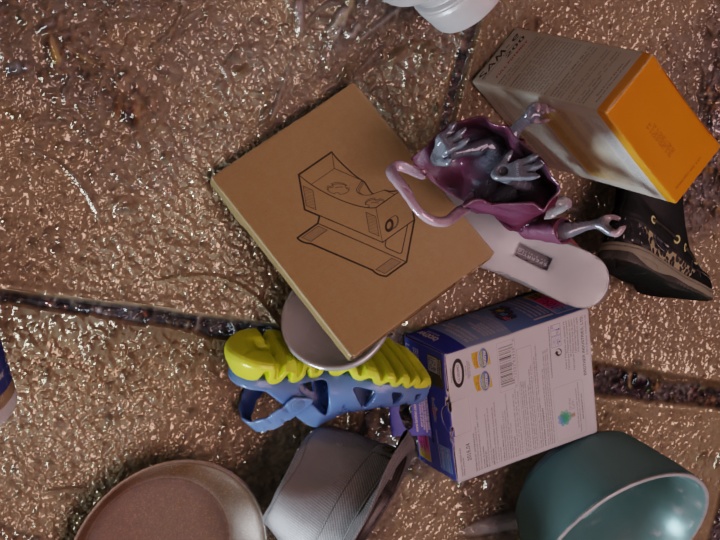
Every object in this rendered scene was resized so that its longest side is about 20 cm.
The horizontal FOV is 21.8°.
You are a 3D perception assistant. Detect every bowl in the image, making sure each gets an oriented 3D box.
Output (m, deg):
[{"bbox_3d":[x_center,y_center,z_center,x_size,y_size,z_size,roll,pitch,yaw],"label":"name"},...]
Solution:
[{"bbox_3d":[0.233,0.236,1.854,0.200,0.105,0.201,-20,139,-19],"label":"bowl"}]

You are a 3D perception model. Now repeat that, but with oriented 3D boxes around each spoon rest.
[{"bbox_3d":[0.000,0.000,1.655,0.200,0.099,0.061,-63,158,-25],"label":"spoon rest"}]

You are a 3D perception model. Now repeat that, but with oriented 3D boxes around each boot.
[{"bbox_3d":[0.303,-0.056,1.848,0.203,0.073,0.154,22,74,-55],"label":"boot"}]

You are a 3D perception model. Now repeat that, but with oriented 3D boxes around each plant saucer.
[{"bbox_3d":[-0.177,0.259,1.673,0.200,0.037,0.201,-10,110,-28],"label":"plant saucer"}]

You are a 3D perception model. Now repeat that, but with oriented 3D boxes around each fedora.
[{"bbox_3d":[-0.029,0.207,1.680,0.177,0.090,0.200,-64,171,28],"label":"fedora"}]

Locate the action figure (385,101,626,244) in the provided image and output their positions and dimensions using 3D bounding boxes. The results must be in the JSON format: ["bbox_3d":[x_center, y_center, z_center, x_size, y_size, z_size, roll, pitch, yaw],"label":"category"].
[{"bbox_3d":[0.132,-0.059,1.626,0.149,0.134,0.200,-33,160,7],"label":"action figure"}]

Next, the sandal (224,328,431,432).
[{"bbox_3d":[-0.033,0.103,1.689,0.199,0.080,0.087,5,118,-19],"label":"sandal"}]

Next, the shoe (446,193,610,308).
[{"bbox_3d":[0.139,-0.027,1.764,0.200,0.091,0.072,28,92,-4],"label":"shoe"}]

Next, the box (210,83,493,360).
[{"bbox_3d":[-0.007,-0.045,1.624,0.163,0.021,0.200,-35,80,-19],"label":"box"}]

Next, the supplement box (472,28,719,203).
[{"bbox_3d":[0.211,-0.143,1.691,0.074,0.200,0.126,-51,124,-11],"label":"supplement box"}]

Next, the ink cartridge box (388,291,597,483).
[{"bbox_3d":[0.123,0.112,1.788,0.199,0.076,0.137,-17,112,-28],"label":"ink cartridge box"}]

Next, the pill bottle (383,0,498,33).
[{"bbox_3d":[0.034,-0.295,1.587,0.200,0.120,0.120,38,83,-33],"label":"pill bottle"}]

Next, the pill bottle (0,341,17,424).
[{"bbox_3d":[-0.346,0.032,1.457,0.111,0.111,0.201,-24,116,-24],"label":"pill bottle"}]
